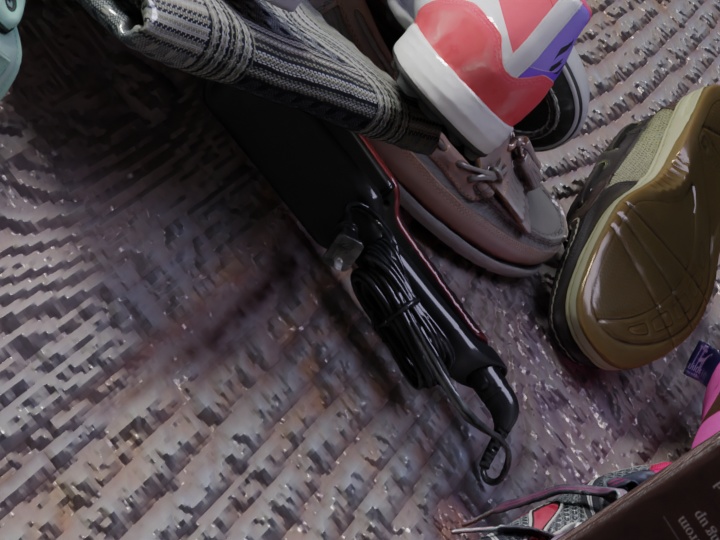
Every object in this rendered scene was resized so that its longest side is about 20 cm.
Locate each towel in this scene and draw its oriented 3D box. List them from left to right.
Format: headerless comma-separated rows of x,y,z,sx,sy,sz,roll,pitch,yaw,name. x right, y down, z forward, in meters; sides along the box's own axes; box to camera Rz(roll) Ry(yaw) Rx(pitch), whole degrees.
-0.075,-0.124,1.059,0.200,0.035,0.192,44,15,33,towel

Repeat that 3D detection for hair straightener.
0.000,0.000,1.116,0.201,0.041,0.077,59,23,1,hair straightener

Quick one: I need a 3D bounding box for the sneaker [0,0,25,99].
-0.148,-0.080,0.890,0.118,0.074,0.201,44,26,-29,sneaker

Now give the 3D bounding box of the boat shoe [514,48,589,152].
0.021,-0.111,1.267,0.200,0.071,0.064,36,27,-18,boat shoe

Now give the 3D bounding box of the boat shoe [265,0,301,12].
-0.080,-0.170,1.022,0.200,0.057,0.069,44,13,26,boat shoe

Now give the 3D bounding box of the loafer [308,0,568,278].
0.033,-0.063,1.221,0.200,0.063,0.072,34,29,-38,loafer

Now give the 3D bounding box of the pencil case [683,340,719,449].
0.176,0.091,1.247,0.090,0.094,0.200,19,22,5,pencil case

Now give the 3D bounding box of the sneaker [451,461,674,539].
0.074,0.114,1.042,0.081,0.075,0.200,54,24,1,sneaker

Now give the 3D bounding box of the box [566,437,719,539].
0.073,0.130,0.838,0.100,0.200,0.075,56,21,5,box

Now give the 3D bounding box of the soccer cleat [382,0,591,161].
0.048,-0.109,1.121,0.068,0.073,0.200,45,13,-19,soccer cleat

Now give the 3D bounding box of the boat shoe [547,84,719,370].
0.129,-0.014,1.339,0.073,0.065,0.200,59,39,-16,boat shoe
